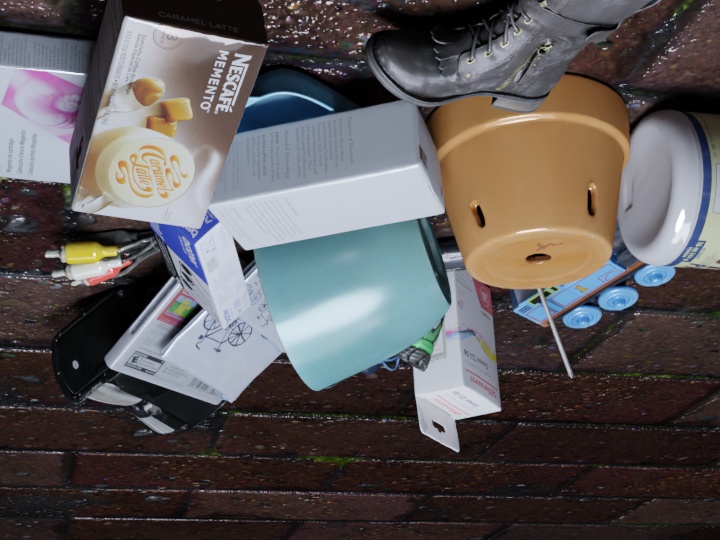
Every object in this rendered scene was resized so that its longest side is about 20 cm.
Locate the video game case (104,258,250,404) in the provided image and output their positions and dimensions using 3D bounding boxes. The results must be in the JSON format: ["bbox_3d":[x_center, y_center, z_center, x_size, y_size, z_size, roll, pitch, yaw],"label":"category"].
[{"bbox_3d":[-0.177,0.066,1.461,0.183,0.023,0.199,-49,143,9],"label":"video game case"}]

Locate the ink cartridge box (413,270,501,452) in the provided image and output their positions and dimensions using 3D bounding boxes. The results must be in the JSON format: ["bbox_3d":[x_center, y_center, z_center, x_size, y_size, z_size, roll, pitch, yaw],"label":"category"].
[{"bbox_3d":[0.114,0.103,1.478,0.067,0.203,0.116,-14,154,26],"label":"ink cartridge box"}]

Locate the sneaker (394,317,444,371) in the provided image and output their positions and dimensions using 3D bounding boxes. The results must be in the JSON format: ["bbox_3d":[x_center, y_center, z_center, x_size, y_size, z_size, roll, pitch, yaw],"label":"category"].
[{"bbox_3d":[0.039,0.048,1.440,0.078,0.086,0.199,32,177,-33],"label":"sneaker"}]

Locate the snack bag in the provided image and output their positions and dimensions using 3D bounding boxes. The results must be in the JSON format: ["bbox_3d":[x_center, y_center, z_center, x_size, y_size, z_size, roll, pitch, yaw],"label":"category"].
[{"bbox_3d":[-0.126,0.065,1.460,0.200,0.021,0.189,-43,149,1],"label":"snack bag"}]

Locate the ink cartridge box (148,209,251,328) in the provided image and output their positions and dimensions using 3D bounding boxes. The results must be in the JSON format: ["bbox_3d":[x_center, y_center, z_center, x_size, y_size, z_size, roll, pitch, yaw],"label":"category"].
[{"bbox_3d":[-0.165,-0.023,1.237,0.044,0.094,0.201,-41,159,-16],"label":"ink cartridge box"}]

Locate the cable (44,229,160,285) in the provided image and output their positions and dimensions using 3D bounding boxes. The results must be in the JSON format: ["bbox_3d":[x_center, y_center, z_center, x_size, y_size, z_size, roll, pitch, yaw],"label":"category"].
[{"bbox_3d":[-0.238,-0.017,1.354,0.197,0.051,0.097,-8,153,11],"label":"cable"}]

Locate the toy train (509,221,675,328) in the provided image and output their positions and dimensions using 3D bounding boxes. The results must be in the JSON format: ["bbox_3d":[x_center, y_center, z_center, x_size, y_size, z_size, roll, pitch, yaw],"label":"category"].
[{"bbox_3d":[0.259,-0.006,1.378,0.113,0.088,0.199,22,138,-35],"label":"toy train"}]

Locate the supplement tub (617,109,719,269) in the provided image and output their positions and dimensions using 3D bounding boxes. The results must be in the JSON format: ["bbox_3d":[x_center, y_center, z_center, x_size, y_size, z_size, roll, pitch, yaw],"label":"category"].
[{"bbox_3d":[0.359,-0.073,1.178,0.197,0.147,0.145,3,156,-13],"label":"supplement tub"}]

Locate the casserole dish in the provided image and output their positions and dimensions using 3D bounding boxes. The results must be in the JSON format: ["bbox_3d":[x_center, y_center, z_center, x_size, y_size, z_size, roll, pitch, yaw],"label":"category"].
[{"bbox_3d":[-0.051,-0.129,1.140,0.120,0.039,0.199,-20,150,35],"label":"casserole dish"}]

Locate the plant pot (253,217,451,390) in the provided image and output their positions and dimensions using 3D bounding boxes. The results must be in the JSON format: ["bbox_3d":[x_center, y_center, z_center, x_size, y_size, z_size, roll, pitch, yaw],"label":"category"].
[{"bbox_3d":[0.000,0.000,1.258,0.159,0.203,0.201,-19,154,10],"label":"plant pot"}]

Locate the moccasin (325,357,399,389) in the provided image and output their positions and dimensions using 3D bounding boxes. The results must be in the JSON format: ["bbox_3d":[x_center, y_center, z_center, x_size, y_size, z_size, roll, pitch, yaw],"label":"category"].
[{"bbox_3d":[0.013,0.107,1.642,0.080,0.069,0.199,13,151,-32],"label":"moccasin"}]

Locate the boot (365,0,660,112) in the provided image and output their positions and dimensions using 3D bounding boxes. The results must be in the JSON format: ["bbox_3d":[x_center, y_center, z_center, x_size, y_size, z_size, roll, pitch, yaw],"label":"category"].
[{"bbox_3d":[0.120,-0.200,0.978,0.198,0.070,0.174,1,154,-28],"label":"boot"}]

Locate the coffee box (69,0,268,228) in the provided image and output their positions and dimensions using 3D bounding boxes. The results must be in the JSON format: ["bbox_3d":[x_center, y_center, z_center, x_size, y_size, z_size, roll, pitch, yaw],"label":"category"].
[{"bbox_3d":[-0.157,-0.136,0.988,0.113,0.080,0.201,7,135,-22],"label":"coffee box"}]

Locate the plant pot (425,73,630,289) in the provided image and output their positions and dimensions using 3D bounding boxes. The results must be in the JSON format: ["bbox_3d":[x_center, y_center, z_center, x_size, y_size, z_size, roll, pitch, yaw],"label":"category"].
[{"bbox_3d":[0.160,-0.072,1.166,0.197,0.142,0.201,-2,157,-1],"label":"plant pot"}]

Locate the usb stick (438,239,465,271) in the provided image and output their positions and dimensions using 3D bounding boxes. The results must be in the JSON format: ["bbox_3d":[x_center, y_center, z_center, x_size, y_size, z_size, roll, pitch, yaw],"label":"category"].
[{"bbox_3d":[0.069,-0.012,1.423,0.197,0.033,0.056,-6,160,6],"label":"usb stick"}]

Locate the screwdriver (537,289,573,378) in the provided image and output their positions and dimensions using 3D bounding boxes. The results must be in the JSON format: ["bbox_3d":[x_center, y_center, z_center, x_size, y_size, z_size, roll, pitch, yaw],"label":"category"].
[{"bbox_3d":[0.192,0.025,1.346,0.029,0.203,0.028,-15,-172,9],"label":"screwdriver"}]

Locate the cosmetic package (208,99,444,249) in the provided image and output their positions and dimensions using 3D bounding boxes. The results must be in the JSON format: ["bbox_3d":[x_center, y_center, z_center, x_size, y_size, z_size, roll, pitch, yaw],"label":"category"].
[{"bbox_3d":[-0.032,-0.084,1.110,0.197,0.075,0.102,-11,156,12],"label":"cosmetic package"}]

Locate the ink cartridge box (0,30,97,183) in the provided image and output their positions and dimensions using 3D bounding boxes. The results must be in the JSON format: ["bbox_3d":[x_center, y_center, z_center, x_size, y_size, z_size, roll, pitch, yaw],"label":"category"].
[{"bbox_3d":[-0.280,-0.138,1.092,0.197,0.044,0.197,3,156,-16],"label":"ink cartridge box"}]

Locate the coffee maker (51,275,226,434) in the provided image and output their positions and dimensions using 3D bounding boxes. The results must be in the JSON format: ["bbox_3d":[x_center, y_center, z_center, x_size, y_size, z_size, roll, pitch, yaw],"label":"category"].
[{"bbox_3d":[-0.250,0.113,1.547,0.190,0.137,0.200,-15,154,25],"label":"coffee maker"}]
